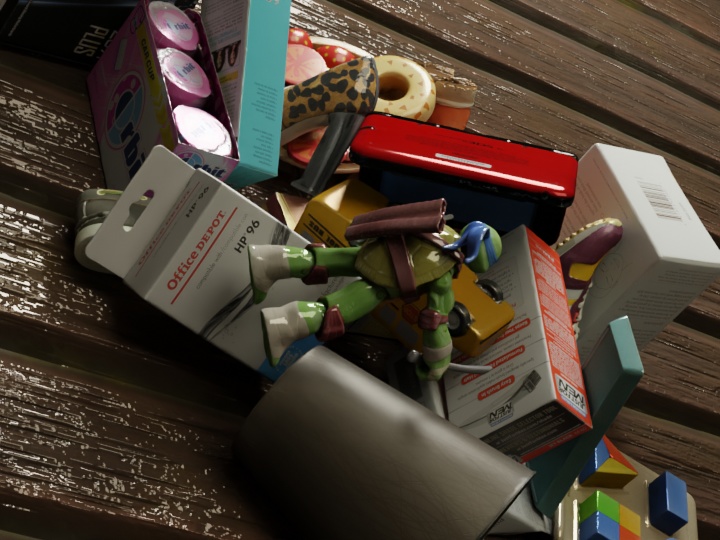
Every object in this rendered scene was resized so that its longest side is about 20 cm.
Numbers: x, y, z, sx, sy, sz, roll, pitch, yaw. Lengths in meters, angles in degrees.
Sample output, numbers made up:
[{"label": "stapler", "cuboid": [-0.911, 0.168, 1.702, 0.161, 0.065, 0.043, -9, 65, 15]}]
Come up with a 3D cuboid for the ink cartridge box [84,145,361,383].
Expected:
[{"label": "ink cartridge box", "cuboid": [-0.112, -0.001, 1.355, 0.200, 0.116, 0.068, 34, -2, -28]}]

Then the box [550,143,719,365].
[{"label": "box", "cuboid": [0.245, -0.004, 1.674, 0.106, 0.200, 0.152, 6, 48, -40]}]

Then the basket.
[{"label": "basket", "cuboid": [0.006, 0.166, 1.312, 0.200, 0.180, 0.136, 39, -8, 10]}]

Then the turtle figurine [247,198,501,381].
[{"label": "turtle figurine", "cuboid": [0.014, 0.025, 1.306, 0.193, 0.200, 0.144, -10, 86, -7]}]

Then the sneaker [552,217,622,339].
[{"label": "sneaker", "cuboid": [0.194, 0.037, 1.590, 0.090, 0.200, 0.075, 48, 17, 11]}]

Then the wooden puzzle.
[{"label": "wooden puzzle", "cuboid": [0.261, 0.235, 1.552, 0.200, 0.046, 0.185, 36, 34, -19]}]

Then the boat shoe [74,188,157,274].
[{"label": "boat shoe", "cuboid": [-0.152, -0.024, 1.418, 0.201, 0.072, 0.060, 13, 49, -30]}]

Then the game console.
[{"label": "game console", "cuboid": [0.089, -0.064, 1.496, 0.199, 0.119, 0.172, 12, 23, 5]}]

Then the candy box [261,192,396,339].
[{"label": "candy box", "cuboid": [0.000, 0.000, 1.557, 0.200, 0.056, 0.117, 12, 45, -39]}]

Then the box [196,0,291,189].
[{"label": "box", "cuboid": [-0.109, -0.178, 1.495, 0.049, 0.082, 0.201, 15, 73, -37]}]

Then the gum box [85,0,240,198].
[{"label": "gum box", "cuboid": [-0.181, -0.142, 1.478, 0.066, 0.114, 0.200, 14, 43, -35]}]

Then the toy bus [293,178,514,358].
[{"label": "toy bus", "cuboid": [0.036, 0.004, 1.443, 0.200, 0.078, 0.065, 42, 39, 15]}]

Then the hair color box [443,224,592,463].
[{"label": "hair color box", "cuboid": [0.132, 0.070, 1.466, 0.064, 0.111, 0.200, 37, 34, -37]}]

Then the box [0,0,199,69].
[{"label": "box", "cuboid": [-0.230, -0.286, 1.510, 0.164, 0.200, 0.086, 11, 43, -38]}]

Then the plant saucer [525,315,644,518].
[{"label": "plant saucer", "cuboid": [0.192, 0.130, 1.444, 0.019, 0.200, 0.070, 10, 41, -17]}]

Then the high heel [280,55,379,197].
[{"label": "high heel", "cuboid": [-0.085, -0.173, 1.566, 0.200, 0.143, 0.071, 29, 1, 13]}]

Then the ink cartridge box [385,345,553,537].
[{"label": "ink cartridge box", "cuboid": [0.111, 0.172, 1.508, 0.200, 0.057, 0.163, 38, 28, -44]}]

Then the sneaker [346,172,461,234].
[{"label": "sneaker", "cuboid": [0.083, -0.056, 1.686, 0.200, 0.067, 0.090, 37, 40, -2]}]

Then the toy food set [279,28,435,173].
[{"label": "toy food set", "cuboid": [-0.035, -0.172, 1.663, 0.200, 0.049, 0.198, 30, 49, 9]}]

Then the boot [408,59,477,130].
[{"label": "boot", "cuboid": [0.066, -0.173, 1.801, 0.075, 0.108, 0.200, 7, 18, -14]}]
